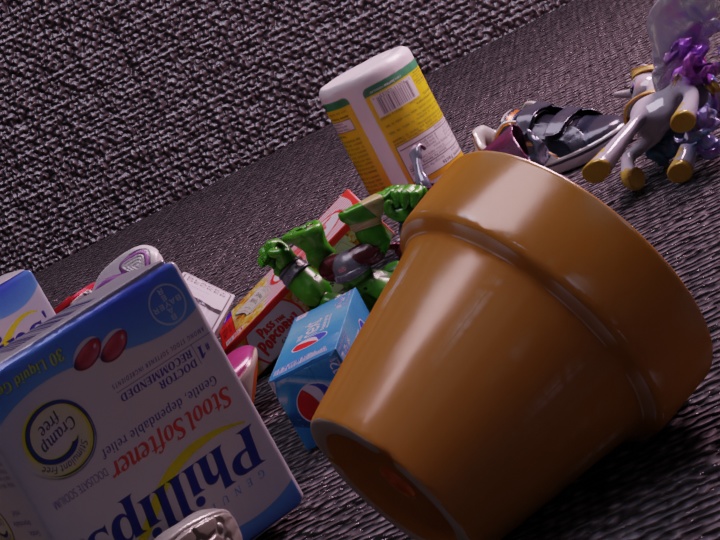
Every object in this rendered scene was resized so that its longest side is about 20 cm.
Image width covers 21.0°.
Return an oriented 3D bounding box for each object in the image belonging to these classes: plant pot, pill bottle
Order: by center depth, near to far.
[{"bbox_3d":[0.074,0.063,1.151,0.183,0.200,0.200,-47,16,-18],"label":"plant pot"},{"bbox_3d":[0.047,-0.131,2.110,0.113,0.200,0.113,-27,10,5],"label":"pill bottle"}]

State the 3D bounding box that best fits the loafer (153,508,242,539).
[{"bbox_3d":[-0.149,0.219,1.254,0.070,0.070,0.200,-8,21,39],"label":"loafer"}]

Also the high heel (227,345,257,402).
[{"bbox_3d":[-0.146,0.114,1.715,0.096,0.067,0.200,7,28,5],"label":"high heel"}]

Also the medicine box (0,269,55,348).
[{"bbox_3d":[-0.363,0.131,1.891,0.182,0.200,0.103,-35,12,-32],"label":"medicine box"}]

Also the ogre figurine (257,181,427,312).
[{"bbox_3d":[0.000,0.000,1.813,0.200,0.120,0.098,-23,7,18],"label":"ogre figurine"}]

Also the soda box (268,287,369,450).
[{"bbox_3d":[-0.023,0.079,1.624,0.064,0.068,0.200,-27,10,11],"label":"soda box"}]

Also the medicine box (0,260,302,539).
[{"bbox_3d":[-0.173,0.126,1.362,0.182,0.200,0.103,-34,10,-31],"label":"medicine box"}]

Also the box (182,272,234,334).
[{"bbox_3d":[-0.182,0.085,1.882,0.200,0.060,0.117,-74,8,-77],"label":"box"}]

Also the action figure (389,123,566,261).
[{"bbox_3d":[0.113,-0.055,1.952,0.200,0.134,0.149,-39,52,6],"label":"action figure"}]

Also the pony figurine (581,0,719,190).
[{"bbox_3d":[0.303,-0.167,1.826,0.193,0.167,0.200,-30,22,34],"label":"pony figurine"}]

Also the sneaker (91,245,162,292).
[{"bbox_3d":[-0.232,0.059,2.016,0.075,0.200,0.100,32,29,29],"label":"sneaker"}]

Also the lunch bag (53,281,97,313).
[{"bbox_3d":[-0.276,0.070,2.133,0.176,0.082,0.200,-40,-13,20],"label":"lunch bag"}]

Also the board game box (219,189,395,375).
[{"bbox_3d":[-0.057,0.012,1.960,0.200,0.046,0.152,-46,10,1],"label":"board game box"}]

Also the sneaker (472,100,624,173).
[{"bbox_3d":[0.202,-0.147,2.131,0.200,0.080,0.078,-17,14,40],"label":"sneaker"}]
